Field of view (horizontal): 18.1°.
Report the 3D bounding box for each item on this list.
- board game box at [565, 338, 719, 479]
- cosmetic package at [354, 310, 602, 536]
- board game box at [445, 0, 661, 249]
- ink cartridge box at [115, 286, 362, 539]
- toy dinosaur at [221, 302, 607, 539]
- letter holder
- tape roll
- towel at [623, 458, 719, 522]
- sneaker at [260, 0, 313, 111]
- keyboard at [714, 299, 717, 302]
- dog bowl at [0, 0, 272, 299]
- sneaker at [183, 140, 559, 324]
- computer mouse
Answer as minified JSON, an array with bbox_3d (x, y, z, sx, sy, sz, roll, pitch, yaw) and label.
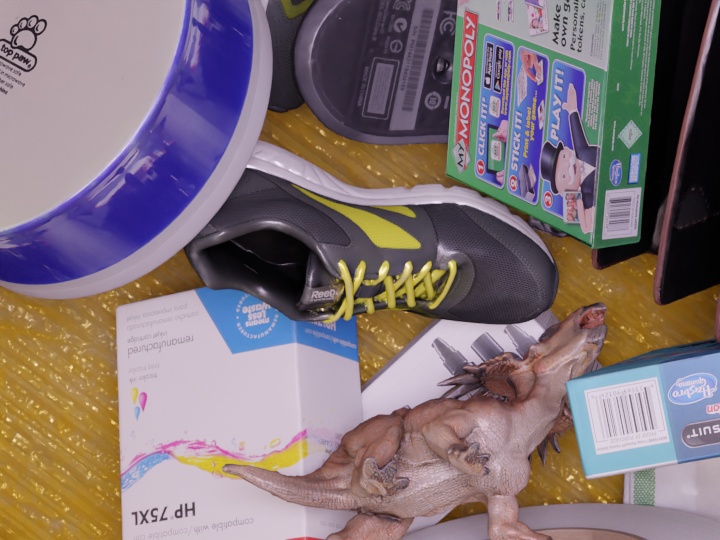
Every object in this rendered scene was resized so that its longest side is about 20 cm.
[{"bbox_3d":[0.194,0.053,1.061,0.150,0.200,0.047,-12,88,18],"label":"board game box"},{"bbox_3d":[0.029,0.091,1.217,0.200,0.051,0.083,-43,89,16],"label":"cosmetic package"},{"bbox_3d":[0.090,-0.125,1.051,0.029,0.134,0.201,-6,109,-27],"label":"board game box"},{"bbox_3d":[-0.061,0.111,1.181,0.116,0.067,0.201,-13,72,28],"label":"ink cartridge box"},{"bbox_3d":[0.035,0.090,1.116,0.199,0.136,0.086,-10,116,1],"label":"toy dinosaur"},{"bbox_3d":[0.169,-0.081,1.034,0.100,0.142,0.201,19,108,27],"label":"letter holder"},{"bbox_3d":[0.096,0.160,1.114,0.202,0.203,0.037,-3,100,12],"label":"tape roll"},{"bbox_3d":[0.236,0.138,1.185,0.199,0.031,0.150,5,104,17],"label":"towel"},{"bbox_3d":[-0.006,-0.173,1.155,0.084,0.074,0.201,18,103,7],"label":"sneaker"},{"bbox_3d":[0.236,-0.003,1.159,0.200,0.040,0.104,43,119,-10],"label":"keyboard"},{"bbox_3d":[-0.146,-0.092,1.101,0.199,0.079,0.201,-12,63,25],"label":"dog bowl"},{"bbox_3d":[0.000,0.000,1.121,0.199,0.085,0.075,13,126,-4],"label":"sneaker"},{"bbox_3d":[0.047,-0.100,1.147,0.199,0.053,0.139,11,102,-29],"label":"computer mouse"}]
